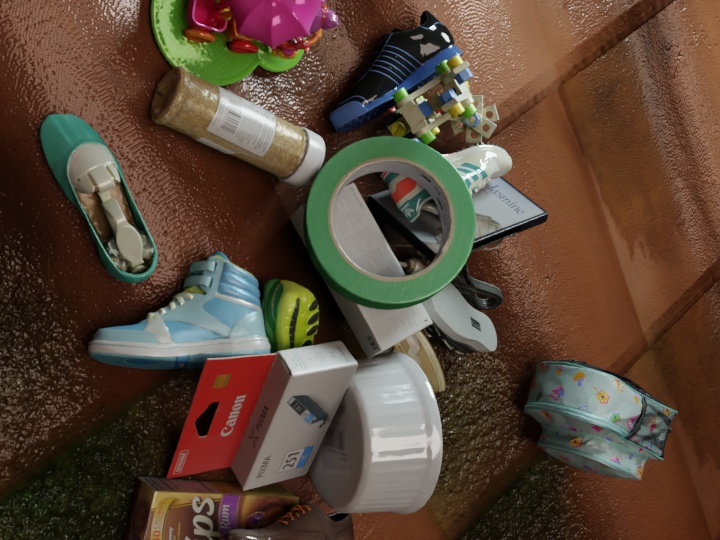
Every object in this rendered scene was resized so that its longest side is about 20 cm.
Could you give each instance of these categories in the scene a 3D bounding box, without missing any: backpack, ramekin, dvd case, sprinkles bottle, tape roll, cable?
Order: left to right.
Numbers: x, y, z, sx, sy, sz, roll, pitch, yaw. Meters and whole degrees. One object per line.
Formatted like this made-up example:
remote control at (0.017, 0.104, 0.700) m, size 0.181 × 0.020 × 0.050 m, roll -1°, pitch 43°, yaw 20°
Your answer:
sprinkles bottle at (-0.135, -0.160, 1.068) m, size 0.200 × 0.068 × 0.068 m, roll 22°, pitch 84°, yaw -36°
ramekin at (0.006, 0.201, 1.153) m, size 0.098 × 0.200 × 0.201 m, roll 1°, pitch 97°, yaw -29°
tape roll at (0.034, -0.056, 1.106) m, size 0.200 × 0.048 × 0.201 m, roll 1°, pitch 79°, yaw -7°
cable at (0.134, 0.008, 1.286) m, size 0.200 × 0.097 × 0.050 m, roll 9°, pitch 50°, yaw -42°
dvd case at (0.129, -0.080, 1.232) m, size 0.200 × 0.143 × 0.018 m, roll -21°, pitch 138°, yaw -32°
backpack at (0.344, 0.220, 1.410) m, size 0.200 × 0.176 × 0.153 m, roll 39°, pitch 71°, yaw -29°

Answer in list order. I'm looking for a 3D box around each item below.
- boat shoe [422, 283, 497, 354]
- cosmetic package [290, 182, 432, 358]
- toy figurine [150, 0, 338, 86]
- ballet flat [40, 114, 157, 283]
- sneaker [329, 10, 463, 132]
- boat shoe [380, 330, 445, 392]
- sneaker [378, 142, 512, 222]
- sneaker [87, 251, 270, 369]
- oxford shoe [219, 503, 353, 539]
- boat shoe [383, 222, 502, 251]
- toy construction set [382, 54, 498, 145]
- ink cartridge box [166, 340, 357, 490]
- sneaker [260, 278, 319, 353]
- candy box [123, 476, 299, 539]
boat shoe at (0.118, 0.073, 1.262) m, size 0.200 × 0.064 × 0.071 m, roll 38°, pitch 43°, yaw -52°
cosmetic package at (0.000, 0.000, 1.151) m, size 0.083 × 0.051 × 0.200 m, roll -26°, pitch 83°, yaw -27°
toy figurine at (-0.095, -0.270, 1.007) m, size 0.200 × 0.184 × 0.150 m, roll 8°, pitch 93°, yaw -37°
ballet flat at (-0.265, -0.075, 0.986) m, size 0.067 × 0.070 × 0.200 m, roll -34°, pitch 115°, yaw -27°
sneaker at (0.032, -0.250, 1.183) m, size 0.200 × 0.070 × 0.078 m, roll -35°, pitch 89°, yaw -17°
boat shoe at (0.052, 0.091, 1.250) m, size 0.066 × 0.074 × 0.200 m, roll -29°, pitch 115°, yaw -3°
sneaker at (0.121, -0.104, 1.207) m, size 0.200 × 0.070 × 0.093 m, roll -9°, pitch 70°, yaw -34°
sneaker at (-0.203, 0.042, 1.057) m, size 0.200 × 0.080 × 0.131 m, roll 1°, pitch 76°, yaw -22°
oxford shoe at (-0.086, 0.311, 1.119) m, size 0.200 × 0.071 × 0.073 m, roll 19°, pitch 77°, yaw -47°
boat shoe at (0.122, -0.047, 1.269) m, size 0.200 × 0.076 × 0.072 m, roll -6°, pitch 127°, yaw -24°
toy construction set at (0.100, -0.201, 1.173) m, size 0.092 × 0.131 × 0.200 m, roll 60°, pitch 17°, yaw 12°
ink cartridge box at (-0.114, 0.175, 1.083) m, size 0.176 × 0.045 × 0.200 m, roll -5°, pitch 133°, yaw -36°
sneaker at (-0.103, 0.101, 1.133) m, size 0.074 × 0.084 × 0.200 m, roll -1°, pitch 117°, yaw -41°
candy box at (-0.179, 0.314, 1.121) m, size 0.200 × 0.056 × 0.117 m, roll 13°, pitch 90°, yaw -35°
